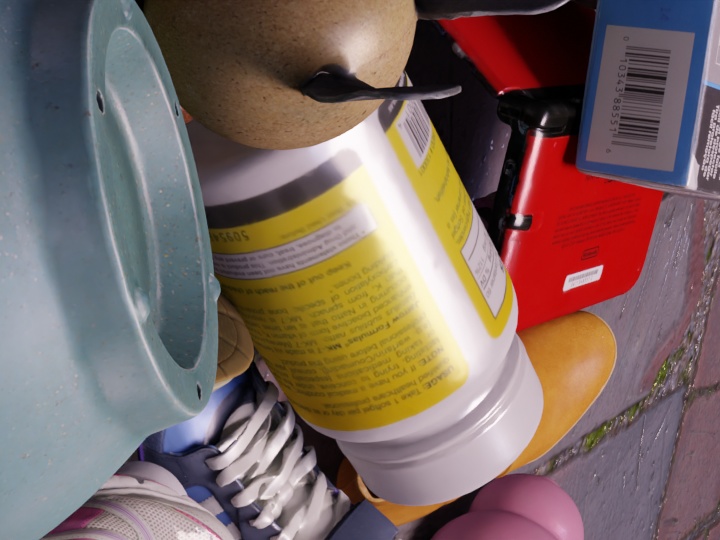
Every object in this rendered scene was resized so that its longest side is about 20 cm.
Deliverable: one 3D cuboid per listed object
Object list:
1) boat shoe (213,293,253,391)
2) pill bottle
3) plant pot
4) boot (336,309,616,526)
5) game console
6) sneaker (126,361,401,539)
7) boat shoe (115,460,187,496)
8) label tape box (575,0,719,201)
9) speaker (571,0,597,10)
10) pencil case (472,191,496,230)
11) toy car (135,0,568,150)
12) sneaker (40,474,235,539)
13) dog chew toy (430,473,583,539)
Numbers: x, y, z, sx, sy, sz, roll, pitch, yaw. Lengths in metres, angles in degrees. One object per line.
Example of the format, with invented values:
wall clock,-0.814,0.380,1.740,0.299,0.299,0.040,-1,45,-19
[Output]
boat shoe,-0.126,0.047,0.656,0.200,0.072,0.066,-10,146,-49
pill bottle,0.000,0.000,0.754,0.115,0.114,0.201,-52,128,-32
plant pot,-0.115,-0.007,0.475,0.200,0.133,0.202,-10,90,-84
boot,0.075,0.076,0.943,0.200,0.071,0.144,-33,174,-14
game console,0.081,-0.074,0.918,0.199,0.118,0.174,-13,120,-58
sneaker,-0.026,0.107,0.796,0.081,0.145,0.201,-49,146,-36
boat shoe,-0.100,0.170,0.795,0.066,0.069,0.202,-58,152,-67
label tape box,0.184,-0.110,0.897,0.199,0.063,0.146,4,95,-60
speaker,0.097,-0.200,0.879,0.200,0.088,0.089,24,85,-55
pencil case,0.049,0.010,0.935,0.200,0.086,0.083,-25,148,-58
toy car,-0.036,-0.104,0.587,0.164,0.199,0.159,-44,142,-42
sneaker,-0.118,0.135,0.659,0.199,0.088,0.082,-5,112,-43
dog chew toy,0.083,0.211,1.102,0.125,0.123,0.201,82,30,-42
